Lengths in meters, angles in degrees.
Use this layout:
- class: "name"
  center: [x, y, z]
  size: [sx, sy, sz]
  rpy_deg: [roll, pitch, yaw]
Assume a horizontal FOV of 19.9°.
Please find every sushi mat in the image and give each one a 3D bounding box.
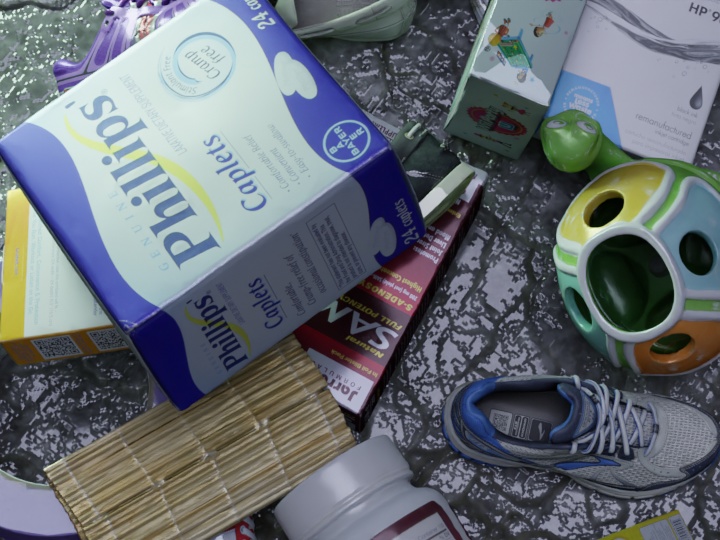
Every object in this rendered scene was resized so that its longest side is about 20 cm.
- class: "sushi mat"
  center: [-0.104, 0.127, 1.375]
  size: [0.199, 0.012, 0.096]
  rpy_deg: [-29, 88, -19]

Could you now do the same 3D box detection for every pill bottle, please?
- class: "pill bottle"
  center: [0.033, 0.220, 1.378]
  size: [0.114, 0.114, 0.201]
  rpy_deg: [-32, 77, -9]

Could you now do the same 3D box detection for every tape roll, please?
- class: "tape roll"
  center: [-0.207, 0.092, 1.430]
  size: [0.198, 0.085, 0.202]
  rpy_deg: [0, 75, -1]

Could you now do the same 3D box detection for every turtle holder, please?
- class: "turtle holder"
  center: [0.198, -0.019, 1.406]
  size: [0.140, 0.132, 0.188]
  rpy_deg: [0, 97, 22]

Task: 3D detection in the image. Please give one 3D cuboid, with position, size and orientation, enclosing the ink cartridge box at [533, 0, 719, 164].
- class: "ink cartridge box"
  center: [0.212, -0.177, 1.499]
  size: [0.115, 0.068, 0.202]
  rpy_deg: [20, 82, -2]

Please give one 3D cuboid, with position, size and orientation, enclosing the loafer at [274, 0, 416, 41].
- class: "loafer"
  center: [-0.057, -0.202, 1.521]
  size: [0.198, 0.070, 0.071]
  rpy_deg: [-5, 74, -2]

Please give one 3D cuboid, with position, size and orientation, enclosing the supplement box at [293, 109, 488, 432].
- class: "supplement box"
  center: [0.000, 0.000, 1.469]
  size: [0.108, 0.061, 0.201]
  rpy_deg: [26, 77, 7]

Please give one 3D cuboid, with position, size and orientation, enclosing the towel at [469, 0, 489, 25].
- class: "towel"
  center: [0.138, -0.261, 1.560]
  size: [0.148, 0.031, 0.202]
  rpy_deg: [-20, 75, -5]

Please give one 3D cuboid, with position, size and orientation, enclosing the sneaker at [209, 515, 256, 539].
- class: "sneaker"
  center: [-0.082, 0.198, 1.406]
  size: [0.111, 0.071, 0.202]
  rpy_deg: [17, 82, 9]

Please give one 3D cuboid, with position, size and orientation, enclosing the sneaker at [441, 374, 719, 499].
- class: "sneaker"
  center: [0.156, 0.112, 1.425]
  size: [0.198, 0.085, 0.078]
  rpy_deg: [4, 74, 0]

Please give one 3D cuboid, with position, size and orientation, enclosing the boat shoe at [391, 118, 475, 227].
- class: "boat shoe"
  center: [-0.013, -0.026, 1.406]
  size: [0.200, 0.072, 0.068]
  rpy_deg: [-41, 85, -19]

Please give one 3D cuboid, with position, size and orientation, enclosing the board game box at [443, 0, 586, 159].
- class: "board game box"
  center: [0.127, -0.197, 1.458]
  size: [0.064, 0.148, 0.202]
  rpy_deg: [21, 78, 0]

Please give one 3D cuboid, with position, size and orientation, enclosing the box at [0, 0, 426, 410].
- class: "box"
  center: [-0.095, -0.052, 1.297]
  size: [0.199, 0.105, 0.184]
  rpy_deg: [-36, 58, -6]

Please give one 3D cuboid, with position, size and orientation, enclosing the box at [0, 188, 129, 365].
- class: "box"
  center: [-0.140, -0.010, 1.370]
  size: [0.198, 0.042, 0.120]
  rpy_deg: [-7, 60, 9]

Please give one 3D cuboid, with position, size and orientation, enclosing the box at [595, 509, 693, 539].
- class: "box"
  center: [0.164, 0.238, 1.351]
  size: [0.199, 0.048, 0.118]
  rpy_deg: [-9, 68, -47]

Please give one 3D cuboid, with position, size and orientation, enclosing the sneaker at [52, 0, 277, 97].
- class: "sneaker"
  center: [-0.144, -0.176, 1.477]
  size: [0.199, 0.081, 0.084]
  rpy_deg: [-33, 81, 16]
